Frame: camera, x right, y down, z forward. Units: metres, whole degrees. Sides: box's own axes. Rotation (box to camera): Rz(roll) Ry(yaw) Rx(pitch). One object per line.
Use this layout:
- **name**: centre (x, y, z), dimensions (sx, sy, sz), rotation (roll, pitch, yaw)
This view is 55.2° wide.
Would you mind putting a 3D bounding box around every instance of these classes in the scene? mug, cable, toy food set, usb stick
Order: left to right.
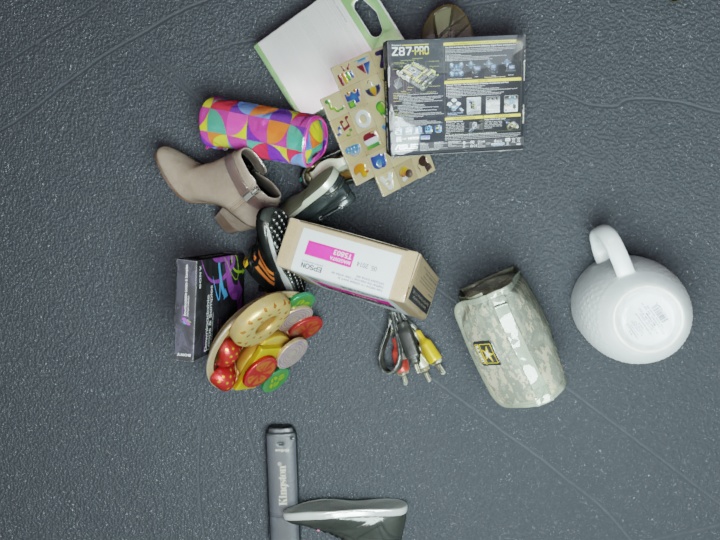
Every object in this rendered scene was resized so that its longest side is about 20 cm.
- **toy food set**: centre (-0.143, 0.109, 1.042), dimensions (0.049, 0.198, 0.200), rotation (42, 109, 28)
- **usb stick**: centre (-0.128, 0.355, 1.133), dimensions (0.055, 0.033, 0.201), rotation (-1, 94, 8)
- **cable**: centre (0.061, 0.083, 1.086), dimensions (0.097, 0.050, 0.201), rotation (-19, 79, 18)
- **mug**: centre (0.367, 0.032, 0.950), dimensions (0.147, 0.175, 0.201), rotation (-22, 90, 10)

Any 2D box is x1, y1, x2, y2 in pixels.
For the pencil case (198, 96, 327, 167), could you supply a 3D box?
- **pencil case**: centre (-0.150, -0.210, 1.049), dimensions (0.199, 0.088, 0.089), rotation (15, 97, 22)

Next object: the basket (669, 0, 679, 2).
- **basket**: centre (0.462, -0.498, 0.919), dimensions (0.180, 0.136, 0.201), rotation (-24, 86, 16)

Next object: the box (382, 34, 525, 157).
- **box**: centre (0.134, -0.249, 0.987), dimensions (0.199, 0.049, 0.162), rotation (-5, 107, -4)

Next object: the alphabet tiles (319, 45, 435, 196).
- **alphabet tiles**: centre (0.036, -0.220, 1.016), dimensions (0.166, 0.006, 0.201), rotation (-30, 107, -20)

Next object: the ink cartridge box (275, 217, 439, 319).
- **ink cartridge box**: centre (0.000, 0.000, 0.998), dimensions (0.199, 0.165, 0.075), rotation (17, 84, 19)

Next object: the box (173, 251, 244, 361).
- **box**: centre (-0.224, 0.048, 1.041), dimensions (0.036, 0.200, 0.144), rotation (4, 95, 11)

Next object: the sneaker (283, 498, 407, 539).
- **sneaker**: centre (-0.024, 0.420, 1.094), dimensions (0.199, 0.071, 0.100), rotation (-1, 91, 1)

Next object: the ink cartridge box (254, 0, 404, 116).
- **ink cartridge box**: centre (-0.044, -0.339, 1.059), dimensions (0.199, 0.048, 0.146), rotation (-33, 88, 10)

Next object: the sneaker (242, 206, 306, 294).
- **sneaker**: centre (-0.143, -0.019, 1.039), dimensions (0.089, 0.200, 0.070), rotation (3, 55, 13)

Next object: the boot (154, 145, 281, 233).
- **boot**: centre (-0.213, -0.145, 1.062), dimensions (0.200, 0.070, 0.146), rotation (45, 136, -12)

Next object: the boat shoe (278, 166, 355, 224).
- **boat shoe**: centre (-0.080, -0.085, 1.052), dimensions (0.066, 0.075, 0.199), rotation (38, 132, -21)

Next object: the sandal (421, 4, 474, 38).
- **sandal**: centre (0.146, -0.291, 1.030), dimensions (0.081, 0.055, 0.201), rotation (-25, 105, 4)

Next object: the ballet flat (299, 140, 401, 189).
- **ballet flat**: centre (-0.002, -0.165, 1.054), dimensions (0.199, 0.068, 0.068), rotation (-22, 89, 10)

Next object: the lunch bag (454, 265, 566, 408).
- **lunch bag**: centre (0.209, 0.093, 0.970), dimensions (0.117, 0.200, 0.165), rotation (-24, 91, 10)
